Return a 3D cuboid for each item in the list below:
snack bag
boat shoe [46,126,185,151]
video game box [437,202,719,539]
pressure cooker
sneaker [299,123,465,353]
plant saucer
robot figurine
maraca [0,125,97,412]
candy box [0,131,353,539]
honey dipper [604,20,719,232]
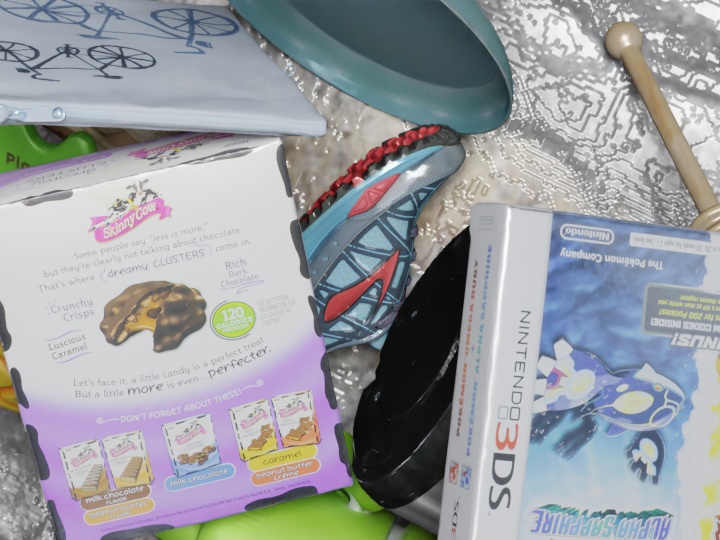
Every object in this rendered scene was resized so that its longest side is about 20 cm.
[{"bbox_3d":[-0.126,-0.110,0.838,0.187,0.200,0.022,1,116,-25],"label":"snack bag"},{"bbox_3d":[-0.132,-0.089,0.928,0.199,0.071,0.065,33,91,4],"label":"boat shoe"},{"bbox_3d":[0.138,0.070,0.736,0.198,0.047,0.184,6,92,-19],"label":"video game box"},{"bbox_3d":[0.116,0.083,0.848,0.199,0.176,0.180,30,61,-15],"label":"pressure cooker"},{"bbox_3d":[0.000,0.000,0.928,0.095,0.079,0.200,43,107,-8],"label":"sneaker"},{"bbox_3d":[0.001,-0.143,0.855,0.199,0.200,0.028,30,75,5],"label":"plant saucer"},{"bbox_3d":[-0.031,0.186,0.915,0.198,0.116,0.177,18,101,7],"label":"robot figurine"},{"bbox_3d":[-0.191,0.000,0.916,0.136,0.107,0.201,20,123,11],"label":"maraca"},{"bbox_3d":[-0.105,0.033,0.848,0.166,0.072,0.202,-12,109,-4],"label":"candy box"},{"bbox_3d":[0.177,-0.065,0.859,0.038,0.038,0.201,-24,51,9],"label":"honey dipper"}]
